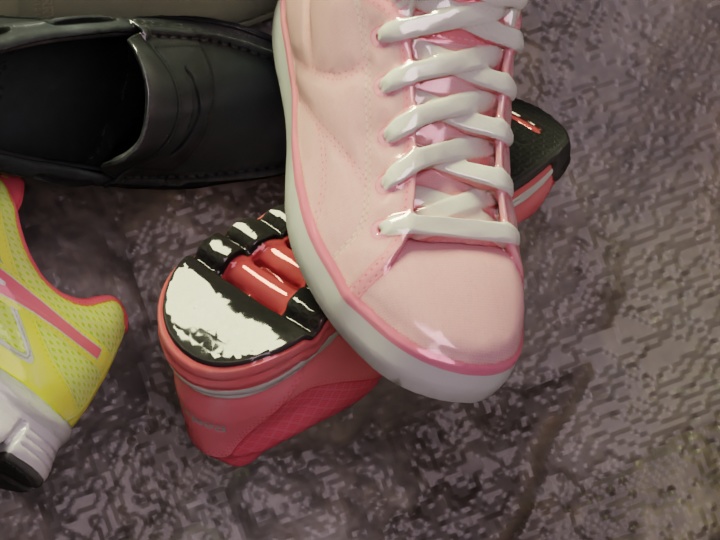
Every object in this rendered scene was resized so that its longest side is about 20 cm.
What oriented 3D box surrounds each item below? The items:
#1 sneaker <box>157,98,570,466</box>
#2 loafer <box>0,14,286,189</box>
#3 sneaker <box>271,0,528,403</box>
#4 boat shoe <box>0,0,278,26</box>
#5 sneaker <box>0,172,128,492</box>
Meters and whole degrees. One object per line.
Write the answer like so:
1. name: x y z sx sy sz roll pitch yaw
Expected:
1. sneaker: 0.000 0.000 0.898 0.074 0.087 0.200 35 54 27
2. loafer: -0.087 -0.058 0.857 0.200 0.070 0.068 3 105 -33
3. sneaker: 0.022 -0.059 0.816 0.075 0.105 0.200 6 50 -25
4. boat shoe: -0.105 -0.122 0.887 0.201 0.072 0.061 -9 59 -19
5. sneaker: -0.168 -0.014 0.865 0.200 0.078 0.090 44 68 -7
